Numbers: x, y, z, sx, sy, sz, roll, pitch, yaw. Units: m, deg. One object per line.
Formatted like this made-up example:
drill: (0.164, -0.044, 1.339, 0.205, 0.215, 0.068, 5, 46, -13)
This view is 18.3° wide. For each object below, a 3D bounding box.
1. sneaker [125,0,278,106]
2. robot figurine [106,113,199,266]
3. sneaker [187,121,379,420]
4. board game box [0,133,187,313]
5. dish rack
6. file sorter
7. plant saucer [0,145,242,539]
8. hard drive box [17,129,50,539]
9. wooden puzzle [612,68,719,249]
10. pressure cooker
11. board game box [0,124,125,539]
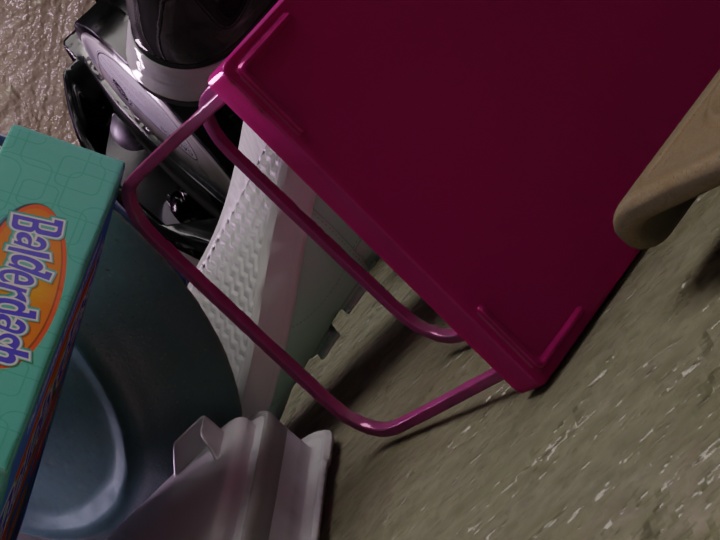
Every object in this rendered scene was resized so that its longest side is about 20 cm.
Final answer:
sneaker: (-0.028, -0.160, 0.825, 0.200, 0.066, 0.091, -59, -20, -17)
robot figurine: (-0.089, -0.057, 1.274, 0.200, 0.125, 0.150, -48, 10, -11)
sneaker: (0.000, 0.000, 0.899, 0.074, 0.118, 0.201, 45, 123, 53)
board game box: (-0.130, 0.014, 0.910, 0.039, 0.158, 0.200, -50, -25, -43)
dish rack: (-0.085, 0.125, 0.776, 0.172, 0.044, 0.200, -43, 11, 12)
file sorter: (0.033, -0.062, 0.776, 0.200, 0.139, 0.125, -51, 10, -30)
plant saucer: (-0.140, 0.039, 0.881, 0.200, 0.200, 0.036, -34, 13, 47)
hard drive box: (-0.160, 0.046, 1.071, 0.077, 0.156, 0.200, -38, 13, 28)
wooden puzzle: (0.171, -0.089, 0.613, 0.185, 0.046, 0.200, -50, 7, -29)
pressure cooker: (-0.042, -0.097, 1.100, 0.200, 0.179, 0.176, -41, 20, -7)
board game box: (-0.138, 0.074, 0.766, 0.152, 0.045, 0.200, -76, 5, -48)
